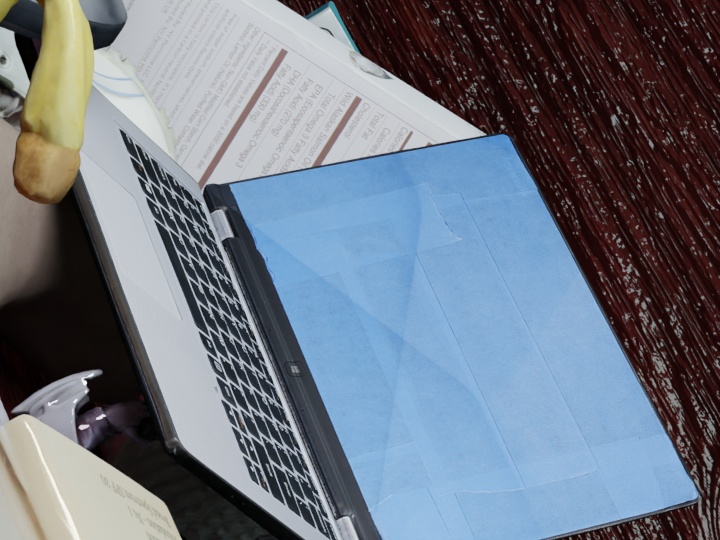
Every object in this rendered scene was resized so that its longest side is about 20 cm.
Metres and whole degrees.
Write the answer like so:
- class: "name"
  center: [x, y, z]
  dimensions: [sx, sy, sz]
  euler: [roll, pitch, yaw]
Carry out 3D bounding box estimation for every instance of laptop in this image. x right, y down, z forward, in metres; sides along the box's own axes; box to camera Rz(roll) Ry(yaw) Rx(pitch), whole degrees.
- class: "laptop"
  center: [0.000, 0.000, 0.808]
  dimensions: [0.200, 0.116, 0.188]
  euler: [45, 16, -52]

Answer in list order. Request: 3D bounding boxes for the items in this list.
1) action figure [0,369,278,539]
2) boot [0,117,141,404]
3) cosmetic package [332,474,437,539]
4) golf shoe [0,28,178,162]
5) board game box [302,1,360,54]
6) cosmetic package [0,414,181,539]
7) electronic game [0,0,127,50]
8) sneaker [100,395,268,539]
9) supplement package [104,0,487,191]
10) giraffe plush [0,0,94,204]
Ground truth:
- class: "action figure"
  center: [-0.066, 0.098, 0.725]
  dimensions: [0.200, 0.069, 0.130]
  euler: [45, 25, -59]
- class: "boot"
  center: [-0.130, -0.010, 0.757]
  dimensions: [0.200, 0.070, 0.146]
  euler: [58, 12, -20]
- class: "cosmetic package"
  center: [0.019, 0.187, 0.816]
  dimensions: [0.200, 0.113, 0.081]
  euler: [66, 8, 31]
- class: "golf shoe"
  center: [-0.149, -0.075, 0.952]
  dimensions: [0.200, 0.078, 0.097]
  euler: [53, 25, -22]
- class: "board game box"
  center: [-0.031, -0.016, 1.223]
  dimensions: [0.200, 0.151, 0.047]
  euler: [60, 6, -9]
- class: "cosmetic package"
  center: [-0.053, 0.145, 0.551]
  dimensions: [0.200, 0.073, 0.104]
  euler: [62, 5, 22]
- class: "electronic game"
  center: [-0.166, -0.132, 0.783]
  dimensions: [0.200, 0.042, 0.200]
  euler: [32, 11, -7]
- class: "sneaker"
  center: [-0.020, 0.083, 0.947]
  dimensions: [0.200, 0.075, 0.105]
  euler: [27, 14, -26]
- class: "supplement package"
  center: [-0.042, -0.061, 1.132]
  dimensions: [0.200, 0.118, 0.117]
  euler: [32, 7, -5]
- class: "giraffe plush"
  center: [-0.154, -0.092, 0.488]
  dimensions: [0.162, 0.199, 0.173]
  euler: [31, -52, 48]
